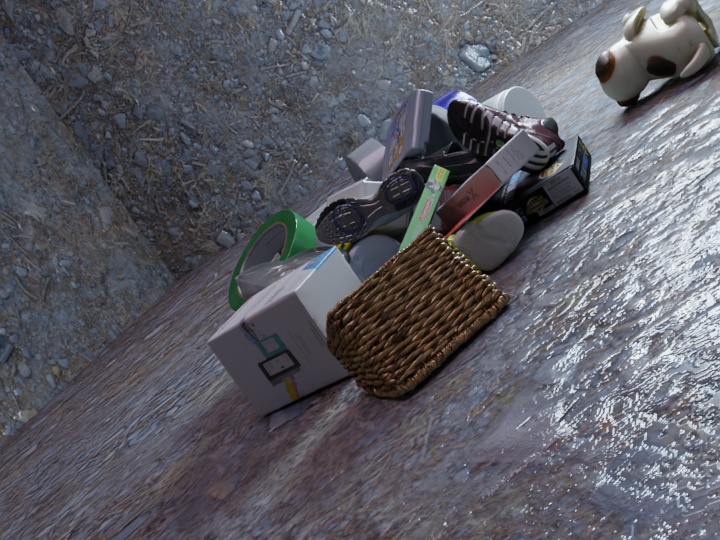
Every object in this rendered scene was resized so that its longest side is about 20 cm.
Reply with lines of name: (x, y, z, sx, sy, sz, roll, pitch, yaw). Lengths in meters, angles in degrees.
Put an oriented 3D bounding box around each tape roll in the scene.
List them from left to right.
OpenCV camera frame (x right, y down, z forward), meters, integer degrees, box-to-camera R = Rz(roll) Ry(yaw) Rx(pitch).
tape roll: (-0.156, -0.008, 1.683, 0.200, 0.048, 0.202, -40, 33, 33)
tape roll: (0.052, -0.164, 1.931, 0.066, 0.202, 0.200, -36, 11, -5)

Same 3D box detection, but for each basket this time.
basket: (0.071, 0.075, 1.226, 0.199, 0.149, 0.143, -40, -21, -21)

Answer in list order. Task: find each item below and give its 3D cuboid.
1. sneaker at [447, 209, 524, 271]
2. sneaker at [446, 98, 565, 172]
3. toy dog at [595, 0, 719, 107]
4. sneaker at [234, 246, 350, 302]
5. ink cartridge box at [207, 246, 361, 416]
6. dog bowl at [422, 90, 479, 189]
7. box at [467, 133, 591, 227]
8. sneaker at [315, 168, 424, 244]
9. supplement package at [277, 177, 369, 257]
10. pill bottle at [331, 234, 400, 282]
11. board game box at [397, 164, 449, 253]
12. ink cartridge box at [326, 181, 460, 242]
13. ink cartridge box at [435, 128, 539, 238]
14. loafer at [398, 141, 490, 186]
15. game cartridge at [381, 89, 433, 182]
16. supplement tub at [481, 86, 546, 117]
sneaker: (0.144, -0.025, 1.387, 0.199, 0.076, 0.105, -35, 10, 9)
sneaker: (0.240, -0.225, 1.537, 0.115, 0.199, 0.077, -27, -39, -39)
toy dog: (0.502, -0.364, 1.639, 0.198, 0.139, 0.197, -26, 50, 33)
sneaker: (-0.102, 0.016, 1.538, 0.197, 0.081, 0.070, -16, 11, 19)
ink cartridge box: (-0.094, 0.092, 1.431, 0.199, 0.147, 0.147, -29, 12, 35)
dog bowl: (0.188, -0.230, 1.787, 0.078, 0.202, 0.200, -36, 10, -16)
box: (0.265, -0.123, 1.506, 0.197, 0.050, 0.200, -30, 11, 24)
sneaker: (0.021, -0.091, 1.553, 0.197, 0.076, 0.087, -23, -13, 11)
supplement package: (-0.033, -0.047, 1.814, 0.110, 0.157, 0.200, -18, 20, 51)
pill bottle: (0.000, 0.000, 1.625, 0.114, 0.115, 0.200, -38, 10, -15)
board game box: (0.082, -0.046, 1.461, 0.135, 0.029, 0.202, 108, -175, -51)
ink cartridge box: (0.056, -0.100, 1.700, 0.197, 0.086, 0.145, -2, -7, -30)
ink cartridge box: (0.161, -0.108, 1.432, 0.173, 0.044, 0.200, -42, -1, -24)
loafer: (0.154, -0.180, 1.614, 0.198, 0.072, 0.068, 4, -3, 37)
game cartridge: (0.082, -0.241, 1.743, 0.200, 0.041, 0.136, 132, 143, -67)
supplement tub: (0.261, -0.269, 1.913, 0.199, 0.133, 0.132, -21, 18, 50)
